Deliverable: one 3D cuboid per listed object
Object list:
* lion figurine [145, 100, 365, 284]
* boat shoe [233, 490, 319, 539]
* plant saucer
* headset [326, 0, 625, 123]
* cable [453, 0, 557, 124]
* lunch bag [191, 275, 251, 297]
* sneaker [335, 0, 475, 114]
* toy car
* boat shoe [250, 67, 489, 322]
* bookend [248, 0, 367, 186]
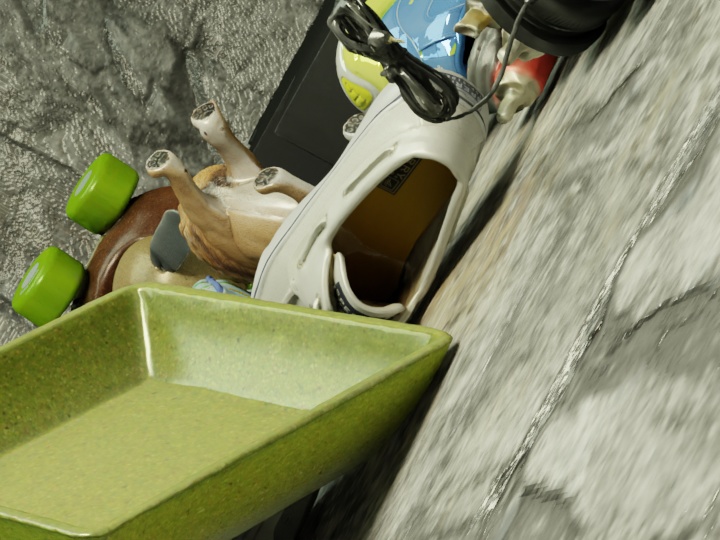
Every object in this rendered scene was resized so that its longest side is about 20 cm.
[{"bbox_3d":[-0.033,-0.028,1.430,0.200,0.123,0.073,17,61,47],"label":"lion figurine"},{"bbox_3d":[-0.082,0.139,1.250,0.202,0.065,0.074,-54,8,52],"label":"boat shoe"},{"bbox_3d":[-0.093,0.070,1.094,0.200,0.048,0.200,9,27,44],"label":"plant saucer"},{"bbox_3d":[0.077,-0.141,1.117,0.200,0.094,0.124,-50,2,-20],"label":"headset"},{"bbox_3d":[0.101,-0.140,1.257,0.200,0.050,0.097,-47,-35,-39],"label":"cable"},{"bbox_3d":[-0.090,0.088,1.495,0.161,0.082,0.200,-59,6,-1],"label":"lunch bag"},{"bbox_3d":[0.079,-0.146,1.359,0.105,0.076,0.200,2,46,50],"label":"sneaker"},{"bbox_3d":[-0.118,0.002,1.853,0.158,0.164,0.200,-62,16,-20],"label":"toy car"},{"bbox_3d":[0.000,0.000,1.235,0.200,0.071,0.070,-55,16,38],"label":"boat shoe"},{"bbox_3d":[0.003,-0.090,1.530,0.199,0.092,0.200,-59,7,27],"label":"bookend"}]
